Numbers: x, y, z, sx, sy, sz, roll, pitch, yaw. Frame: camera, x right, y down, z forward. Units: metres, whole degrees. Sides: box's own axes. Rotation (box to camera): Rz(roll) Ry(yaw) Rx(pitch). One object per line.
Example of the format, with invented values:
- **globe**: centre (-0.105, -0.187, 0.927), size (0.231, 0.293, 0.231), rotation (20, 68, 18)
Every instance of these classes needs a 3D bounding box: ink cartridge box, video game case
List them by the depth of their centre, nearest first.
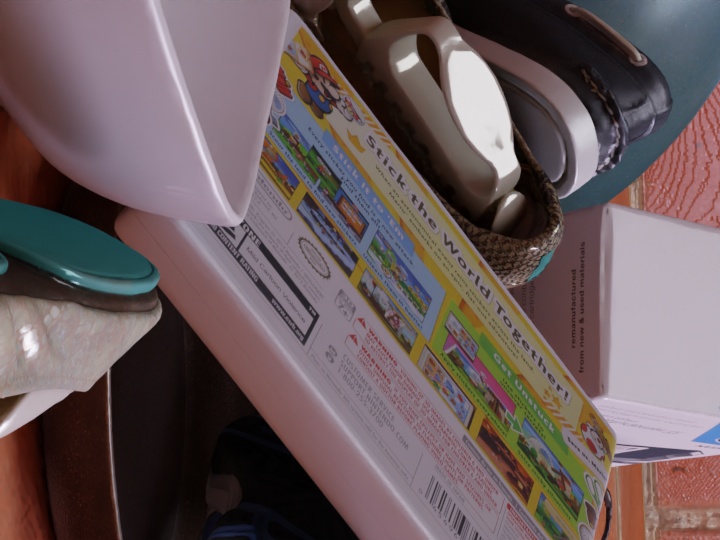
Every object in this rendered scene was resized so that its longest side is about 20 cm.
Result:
- **video game case**: centre (0.010, 0.024, 0.876), size (0.200, 0.023, 0.182), rotation (52, 23, -12)
- **ink cartridge box**: centre (0.090, 0.036, 1.170), size (0.144, 0.200, 0.084), rotation (11, 76, -36)

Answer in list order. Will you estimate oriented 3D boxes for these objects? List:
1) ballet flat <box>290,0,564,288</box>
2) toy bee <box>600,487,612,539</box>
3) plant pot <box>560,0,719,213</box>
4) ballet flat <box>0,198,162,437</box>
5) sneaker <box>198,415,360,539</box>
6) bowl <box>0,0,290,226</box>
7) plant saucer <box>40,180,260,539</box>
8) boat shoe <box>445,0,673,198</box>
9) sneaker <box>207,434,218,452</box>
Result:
- **ballet flat**: centre (0.013, -0.084, 0.974), size (0.200, 0.068, 0.075), rotation (55, -20, 2)
- **toy bee**: centre (0.008, 0.135, 1.155), size (0.200, 0.109, 0.131), rotation (13, 84, -55)
- **plant pot**: centre (0.053, -0.085, 1.189), size (0.135, 0.200, 0.200), rotation (-66, 165, -8)
- **ballet flat**: centre (-0.104, 0.014, 0.647), size (0.062, 0.067, 0.200), rotation (-64, 167, 5)
- **sneaker**: centre (-0.027, 0.105, 0.867), size (0.200, 0.076, 0.077), rotation (-55, 165, -73)
- **bowl**: centre (-0.072, -0.135, 0.749), size (0.200, 0.074, 0.200), rotation (77, 17, -50)
- **plant saucer**: centre (-0.068, 0.038, 0.876), size (0.200, 0.032, 0.201), rotation (-1, 90, -81)
- **boat shoe**: centre (0.037, -0.092, 1.061), size (0.060, 0.200, 0.076), rotation (-28, 140, -30)
- **sneaker**: centre (-0.036, 0.161, 0.979), size (0.088, 0.074, 0.200), rotation (34, 45, -63)
